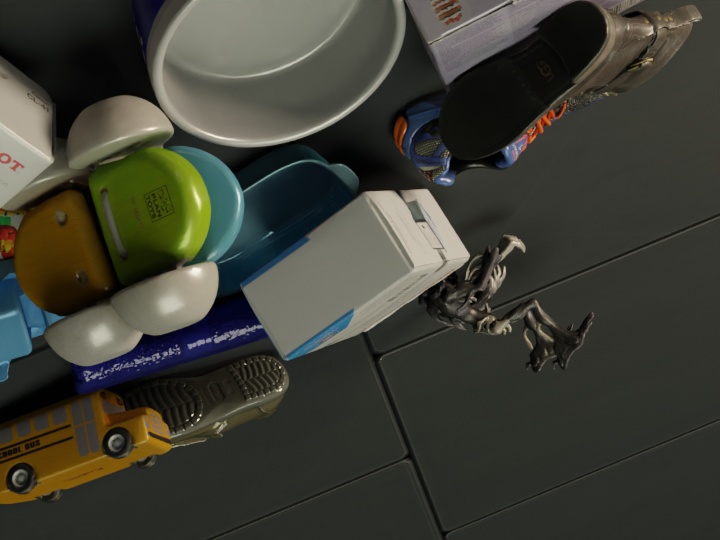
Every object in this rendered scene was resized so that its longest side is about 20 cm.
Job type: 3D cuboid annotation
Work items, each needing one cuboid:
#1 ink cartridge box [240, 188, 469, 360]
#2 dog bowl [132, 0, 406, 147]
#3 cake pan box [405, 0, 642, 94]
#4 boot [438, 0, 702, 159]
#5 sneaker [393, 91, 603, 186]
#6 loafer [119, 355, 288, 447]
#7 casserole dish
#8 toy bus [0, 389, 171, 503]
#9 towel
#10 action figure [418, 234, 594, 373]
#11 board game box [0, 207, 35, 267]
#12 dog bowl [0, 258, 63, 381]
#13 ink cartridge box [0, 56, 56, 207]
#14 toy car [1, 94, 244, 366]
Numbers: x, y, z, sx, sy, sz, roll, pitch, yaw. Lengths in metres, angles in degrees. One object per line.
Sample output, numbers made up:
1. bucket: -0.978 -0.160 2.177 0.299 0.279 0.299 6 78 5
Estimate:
1. ink cartridge box: 0.000 0.000 1.392 0.146 0.086 0.200 -35 174 16
2. dog bowl: -0.070 -0.190 1.170 0.198 0.079 0.201 -15 145 -11
3. cake pan box: 0.140 -0.218 1.220 0.199 0.053 0.184 -26 172 7
4. boot: 0.178 -0.157 1.283 0.199 0.070 0.173 -34 166 32
5. sneaker: 0.132 -0.128 1.370 0.198 0.079 0.076 -23 147 0
6. loafer: -0.167 0.150 1.580 0.198 0.076 0.070 -14 141 -13
7. casserole dish: -0.094 -0.048 1.386 0.199 0.039 0.121 -31 145 13
8. toy bus: -0.289 0.173 1.509 0.198 0.079 0.065 -21 159 12
9. towel: -0.176 0.064 1.442 0.198 0.050 0.148 -17 176 -13
10. action figure: 0.131 0.023 1.557 0.199 0.103 0.119 28 165 -4
11. board game box: -0.300 -0.014 1.316 0.125 0.035 0.201 -10 144 -19
12. dog bowl: -0.280 0.033 1.316 0.198 0.050 0.112 -16 145 -12
13. ink cartridge box: -0.343 -0.084 1.129 0.199 0.086 0.147 -36 129 21
14. toy car: -0.172 -0.033 1.194 0.199 0.177 0.149 -23 173 38
